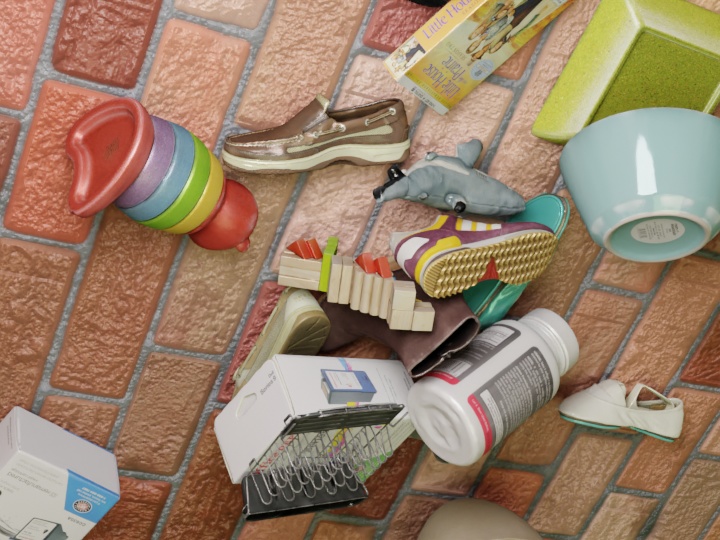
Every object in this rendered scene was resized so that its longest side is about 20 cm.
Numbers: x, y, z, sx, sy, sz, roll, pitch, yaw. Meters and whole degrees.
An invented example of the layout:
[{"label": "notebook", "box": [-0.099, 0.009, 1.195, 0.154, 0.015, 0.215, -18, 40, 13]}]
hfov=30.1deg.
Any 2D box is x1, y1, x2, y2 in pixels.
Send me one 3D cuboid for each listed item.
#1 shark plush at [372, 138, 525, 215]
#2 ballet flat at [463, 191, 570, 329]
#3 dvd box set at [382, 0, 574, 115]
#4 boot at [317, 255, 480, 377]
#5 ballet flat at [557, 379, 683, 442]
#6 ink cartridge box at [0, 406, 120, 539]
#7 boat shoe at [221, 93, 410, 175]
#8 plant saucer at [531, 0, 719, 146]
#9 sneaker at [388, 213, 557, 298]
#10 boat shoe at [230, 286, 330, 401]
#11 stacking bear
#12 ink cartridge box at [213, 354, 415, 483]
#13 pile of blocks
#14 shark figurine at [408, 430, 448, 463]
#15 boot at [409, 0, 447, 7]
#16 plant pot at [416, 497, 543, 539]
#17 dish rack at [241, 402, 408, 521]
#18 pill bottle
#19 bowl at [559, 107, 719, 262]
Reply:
[{"label": "shark plush", "box": [0.093, -0.092, 1.421, 0.199, 0.083, 0.091, 11, 118, -52]}, {"label": "ballet flat", "box": [0.181, -0.010, 1.560, 0.070, 0.067, 0.200, 12, 123, -52]}, {"label": "dvd box set", "box": [0.127, -0.246, 1.346, 0.200, 0.029, 0.146, -40, 160, 12]}, {"label": "boot", "box": [0.030, 0.061, 1.488, 0.200, 0.167, 0.072, -36, 126, 12]}, {"label": "ballet flat", "box": [0.339, 0.173, 1.732, 0.199, 0.070, 0.070, 14, 119, -29]}, {"label": "ink cartridge box", "box": [-0.398, 0.276, 1.562, 0.146, 0.086, 0.200, 33, 108, -32]}, {"label": "boat shoe", "box": [-0.046, -0.148, 1.391, 0.201, 0.075, 0.075, -7, 113, -20]}, {"label": "plant saucer", "box": [0.319, -0.197, 1.472, 0.199, 0.048, 0.201, 14, 118, -25]}, {"label": "sneaker", "box": [0.125, -0.031, 1.452, 0.199, 0.090, 0.075, -8, 129, -37]}, {"label": "boat shoe", "box": [-0.101, 0.100, 1.550, 0.073, 0.063, 0.201, -2, 137, -35]}, {"label": "stacking bear", "box": [-0.187, -0.083, 1.366, 0.113, 0.122, 0.200, -33, 139, 26]}, {"label": "ink cartridge box", "box": [-0.047, 0.174, 1.547, 0.199, 0.088, 0.145, 8, 136, -39]}, {"label": "pile of blocks", "box": [0.000, 0.000, 1.446, 0.082, 0.199, 0.063, -33, 138, -53]}, {"label": "shark figurine", "box": [0.131, 0.146, 1.610, 0.213, 0.128, 0.090, -25, 117, -1]}, {"label": "boot", "box": [0.086, -0.346, 1.262, 0.073, 0.198, 0.163, 23, 85, -8]}, {"label": "plant pot", "box": [0.147, 0.378, 1.763, 0.199, 0.135, 0.201, -8, 126, -11]}, {"label": "dish rack", "box": [-0.037, 0.204, 1.451, 0.152, 0.055, 0.200, -4, 151, -29]}, {"label": "pill bottle", "box": [0.157, 0.126, 1.535, 0.200, 0.110, 0.111, -33, 133, -31]}, {"label": "bowl", "box": [0.319, -0.079, 1.464, 0.199, 0.106, 0.201, 2, 154, 1]}]
